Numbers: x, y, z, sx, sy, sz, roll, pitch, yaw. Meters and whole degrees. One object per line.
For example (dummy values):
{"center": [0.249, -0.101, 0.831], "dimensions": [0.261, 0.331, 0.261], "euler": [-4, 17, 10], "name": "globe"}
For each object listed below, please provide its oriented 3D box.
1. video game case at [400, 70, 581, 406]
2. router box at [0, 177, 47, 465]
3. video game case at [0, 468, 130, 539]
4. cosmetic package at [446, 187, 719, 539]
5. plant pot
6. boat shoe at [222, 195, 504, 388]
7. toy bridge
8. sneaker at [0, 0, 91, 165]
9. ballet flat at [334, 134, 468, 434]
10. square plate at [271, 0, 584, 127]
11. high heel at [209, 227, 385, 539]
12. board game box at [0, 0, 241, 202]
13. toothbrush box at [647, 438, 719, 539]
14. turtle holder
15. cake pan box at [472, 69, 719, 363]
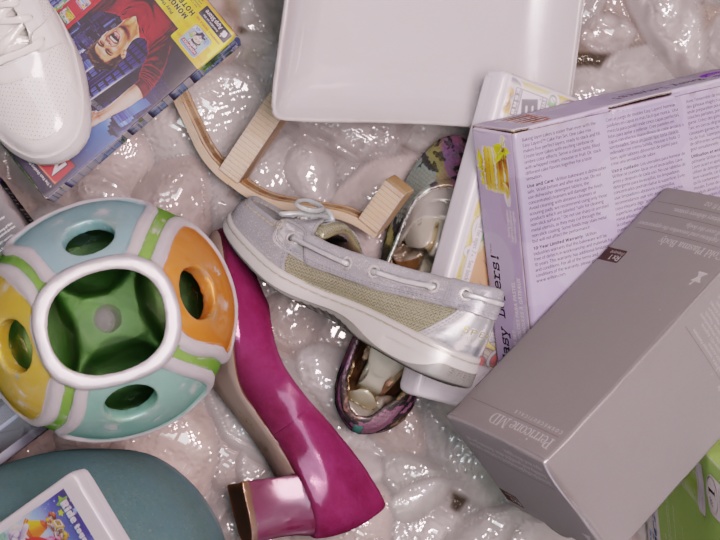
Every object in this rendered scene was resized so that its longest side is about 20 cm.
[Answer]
{"center": [0.127, -0.002, 1.123], "dimensions": [0.181, 0.023, 0.202], "euler": [16, 89, -32], "name": "video game case"}
{"center": [-0.264, 0.054, 1.113], "dimensions": [0.199, 0.052, 0.158], "euler": [-36, 94, -5], "name": "router box"}
{"center": [-0.184, 0.217, 0.956], "dimensions": [0.199, 0.018, 0.144], "euler": [-35, 82, 19], "name": "video game case"}
{"center": [0.158, 0.053, 1.020], "dimensions": [0.200, 0.107, 0.090], "euler": [-43, 117, -17], "name": "cosmetic package"}
{"center": [-0.157, 0.185, 1.073], "dimensions": [0.201, 0.200, 0.135], "euler": [52, 52, -3], "name": "plant pot"}
{"center": [0.000, 0.000, 1.068], "dimensions": [0.201, 0.074, 0.065], "euler": [32, 97, 39], "name": "boat shoe"}
{"center": [-0.065, -0.084, 1.133], "dimensions": [0.199, 0.027, 0.067], "euler": [37, 108, 4], "name": "toy bridge"}
{"center": [-0.216, -0.159, 1.012], "dimensions": [0.073, 0.116, 0.201], "euler": [-24, 81, 1], "name": "sneaker"}
{"center": [0.038, 0.010, 1.129], "dimensions": [0.069, 0.071, 0.201], "euler": [23, 88, -2], "name": "ballet flat"}
{"center": [0.045, -0.185, 1.075], "dimensions": [0.198, 0.028, 0.200], "euler": [1, 105, -23], "name": "square plate"}
{"center": [-0.045, 0.069, 1.138], "dimensions": [0.095, 0.067, 0.202], "euler": [-9, 92, -24], "name": "high heel"}
{"center": [-0.205, -0.145, 1.097], "dimensions": [0.200, 0.062, 0.200], "euler": [-39, 80, 1], "name": "board game box"}
{"center": [0.231, 0.153, 1.072], "dimensions": [0.085, 0.200, 0.147], "euler": [-8, 101, -5], "name": "toothbrush box"}
{"center": [-0.162, 0.026, 1.023], "dimensions": [0.184, 0.132, 0.142], "euler": [10, 89, -7], "name": "turtle holder"}
{"center": [0.170, -0.018, 1.102], "dimensions": [0.199, 0.052, 0.186], "euler": [-16, 108, -26], "name": "cake pan box"}
